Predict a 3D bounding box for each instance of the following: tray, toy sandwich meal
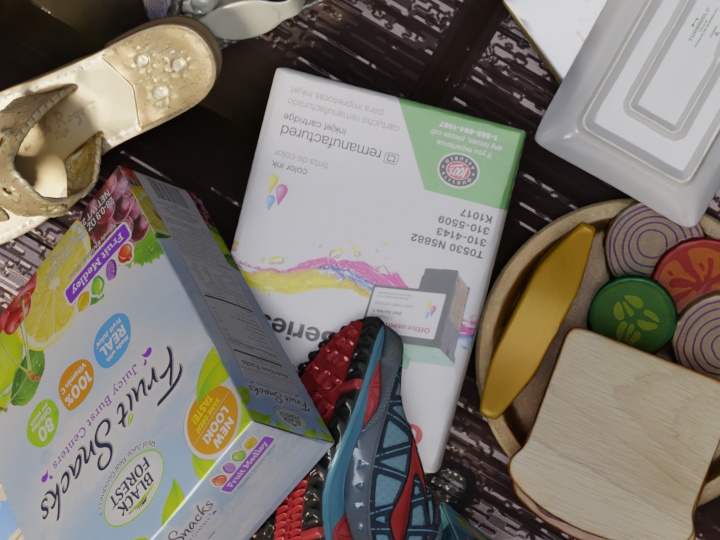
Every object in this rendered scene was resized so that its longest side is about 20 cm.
[{"bbox_3d":[0.190,-0.133,1.233,0.107,0.022,0.200,29,95,-1],"label":"tray"},{"bbox_3d":[0.154,0.059,1.260,0.205,0.070,0.206,0,93,2],"label":"toy sandwich meal"}]

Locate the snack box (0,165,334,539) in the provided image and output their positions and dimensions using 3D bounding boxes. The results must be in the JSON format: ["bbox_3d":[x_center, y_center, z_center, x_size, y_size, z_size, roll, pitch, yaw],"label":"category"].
[{"bbox_3d":[-0.122,0.073,1.197,0.169,0.068,0.200,-50,49,21],"label":"snack box"}]

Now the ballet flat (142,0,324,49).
[{"bbox_3d":[-0.026,-0.172,1.253,0.200,0.072,0.072,-22,92,5],"label":"ballet flat"}]

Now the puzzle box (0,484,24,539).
[{"bbox_3d":[-0.272,0.147,1.286,0.133,0.025,0.200,40,85,-1],"label":"puzzle box"}]

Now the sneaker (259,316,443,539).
[{"bbox_3d":[0.000,0.125,1.175,0.095,0.079,0.200,26,63,-32],"label":"sneaker"}]

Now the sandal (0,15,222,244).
[{"bbox_3d":[-0.174,-0.070,1.237,0.211,0.070,0.078,-31,103,18],"label":"sandal"}]

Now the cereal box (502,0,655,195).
[{"bbox_3d":[0.200,-0.157,1.262,0.200,0.040,0.144,-37,91,3],"label":"cereal box"}]

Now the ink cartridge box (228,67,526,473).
[{"bbox_3d":[0.000,0.000,1.255,0.144,0.084,0.200,14,94,2],"label":"ink cartridge box"}]

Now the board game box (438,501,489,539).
[{"bbox_3d":[0.006,0.235,1.233,0.047,0.151,0.200,41,94,-10],"label":"board game box"}]
